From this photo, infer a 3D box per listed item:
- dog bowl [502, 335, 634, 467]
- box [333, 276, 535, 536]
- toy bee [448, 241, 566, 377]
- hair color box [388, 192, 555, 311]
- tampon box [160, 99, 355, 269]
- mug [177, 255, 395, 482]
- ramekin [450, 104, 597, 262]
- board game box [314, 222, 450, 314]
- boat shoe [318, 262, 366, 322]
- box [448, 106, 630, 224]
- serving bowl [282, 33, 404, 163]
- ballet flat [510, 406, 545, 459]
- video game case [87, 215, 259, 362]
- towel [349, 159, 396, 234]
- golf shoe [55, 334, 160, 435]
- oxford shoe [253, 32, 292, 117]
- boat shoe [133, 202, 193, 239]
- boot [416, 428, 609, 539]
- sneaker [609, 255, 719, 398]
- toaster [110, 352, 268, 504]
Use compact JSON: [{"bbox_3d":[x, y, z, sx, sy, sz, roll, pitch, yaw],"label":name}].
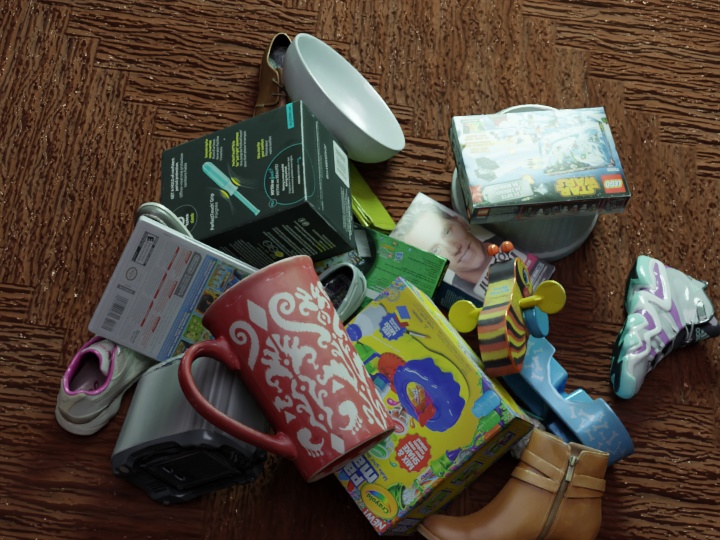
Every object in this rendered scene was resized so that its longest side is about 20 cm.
[{"bbox_3d":[0.231,0.152,1.397,0.049,0.112,0.200,-38,70,-11],"label":"dog bowl"},{"bbox_3d":[0.050,0.153,1.323,0.192,0.122,0.200,-43,69,6],"label":"box"},{"bbox_3d":[0.159,0.031,1.344,0.130,0.200,0.110,-21,106,6],"label":"toy bee"},{"bbox_3d":[0.131,-0.003,1.501,0.199,0.061,0.100,29,60,11],"label":"hair color box"},{"bbox_3d":[-0.124,-0.083,1.436,0.198,0.126,0.151,-17,57,21],"label":"tampon box"},{"bbox_3d":[-0.076,0.116,1.236,0.177,0.133,0.201,-33,78,2],"label":"mug"},{"bbox_3d":[0.221,-0.120,1.553,0.198,0.105,0.202,2,59,-4],"label":"ramekin"},{"bbox_3d":[0.000,0.000,1.464,0.199,0.023,0.106,23,86,18],"label":"board game box"},{"bbox_3d":[-0.071,0.068,1.408,0.070,0.072,0.201,38,81,18],"label":"boat shoe"},{"bbox_3d":[0.218,-0.130,1.475,0.198,0.040,0.138,-4,59,-9],"label":"box"},{"bbox_3d":[-0.033,-0.211,1.558,0.066,0.200,0.201,-42,65,19],"label":"serving bowl"},{"bbox_3d":[0.122,0.155,1.408,0.199,0.072,0.072,31,61,14],"label":"ballet flat"},{"bbox_3d":[-0.186,0.044,1.348,0.199,0.018,0.144,25,102,-15],"label":"video game case"},{"bbox_3d":[-0.019,-0.129,1.552,0.086,0.018,0.201,6,46,-58],"label":"towel"},{"bbox_3d":[-0.277,0.095,1.382,0.075,0.092,0.201,26,59,11],"label":"golf shoe"},{"bbox_3d":[-0.109,-0.229,1.602,0.071,0.071,0.202,-2,62,-11],"label":"oxford shoe"},{"bbox_3d":[-0.213,0.019,1.373,0.066,0.201,0.057,-5,33,16],"label":"boat shoe"},{"bbox_3d":[0.170,0.248,1.314,0.198,0.074,0.156,15,94,-12],"label":"boot"},{"bbox_3d":[0.388,0.080,1.470,0.139,0.078,0.201,17,60,5],"label":"sneaker"},{"bbox_3d":[-0.174,0.164,1.305,0.199,0.113,0.130,-22,45,34],"label":"toaster"}]
